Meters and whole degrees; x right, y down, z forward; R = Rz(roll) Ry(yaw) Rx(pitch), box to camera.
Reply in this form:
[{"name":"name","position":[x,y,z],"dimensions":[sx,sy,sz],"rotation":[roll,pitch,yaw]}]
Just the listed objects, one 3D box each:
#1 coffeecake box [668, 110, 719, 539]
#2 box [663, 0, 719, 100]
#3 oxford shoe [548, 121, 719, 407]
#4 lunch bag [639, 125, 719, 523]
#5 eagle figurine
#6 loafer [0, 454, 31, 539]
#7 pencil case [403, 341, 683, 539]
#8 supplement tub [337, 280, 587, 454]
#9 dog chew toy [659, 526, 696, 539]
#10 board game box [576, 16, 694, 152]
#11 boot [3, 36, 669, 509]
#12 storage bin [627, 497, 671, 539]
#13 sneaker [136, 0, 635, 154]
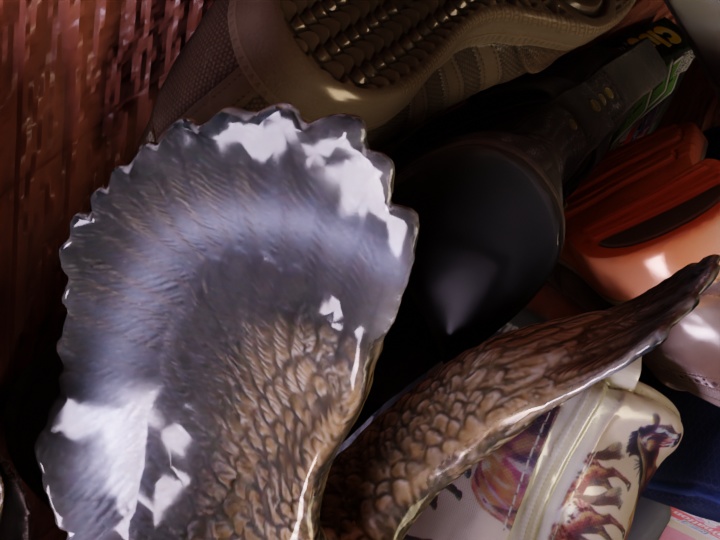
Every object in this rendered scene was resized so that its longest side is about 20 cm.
[{"name":"coffeecake box","position":[0.197,0.022,1.138],"dimensions":[0.200,0.153,0.073],"rotation":[-68,-167,-19]},{"name":"box","position":[0.198,-0.142,0.934],"dimensions":[0.199,0.131,0.200],"rotation":[-67,161,-5]},{"name":"oxford shoe","position":[0.095,0.002,0.927],"dimensions":[0.071,0.073,0.200],"rotation":[-28,-169,3]},{"name":"lunch bag","position":[0.175,0.035,0.982],"dimensions":[0.200,0.132,0.136],"rotation":[14,-98,67]},{"name":"eagle figurine","position":[-0.010,0.061,0.742],"dimensions":[0.152,0.151,0.200],"rotation":[-4,113,-80]},{"name":"loafer","position":[-0.124,0.062,0.729],"dimensions":[0.073,0.071,0.200],"rotation":[-50,160,-6]},{"name":"pencil case","position":[0.027,0.114,0.833],"dimensions":[0.089,0.078,0.200],"rotation":[-19,-133,67]},{"name":"supplement tub","position":[0.010,0.097,0.943],"dimensions":[0.107,0.107,0.200],"rotation":[90,20,-59]},{"name":"dog chew toy","position":[0.150,0.035,1.226],"dimensions":[0.200,0.125,0.125],"rotation":[-54,162,-21]},{"name":"board game box","position":[0.055,0.001,1.090],"dimensions":[0.105,0.023,0.200],"rotation":[-23,145,-49]},{"name":"boot","position":[0.000,0.000,0.882],"dimensions":[0.200,0.069,0.174],"rotation":[-27,-172,17]},{"name":"storage bin","position":[0.048,0.135,1.097],"dimensions":[0.134,0.146,0.200],"rotation":[-50,169,-12]},{"name":"sneaker","position":[0.006,-0.072,0.827],"dimensions":[0.076,0.070,0.200],"rotation":[-35,174,35]}]
